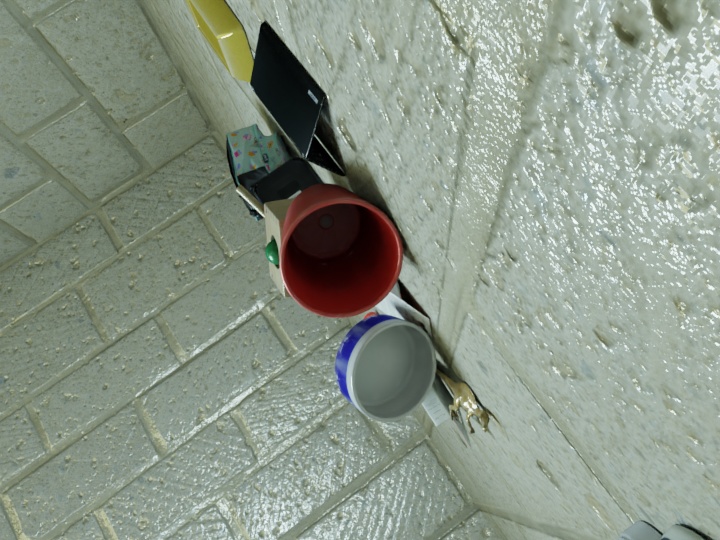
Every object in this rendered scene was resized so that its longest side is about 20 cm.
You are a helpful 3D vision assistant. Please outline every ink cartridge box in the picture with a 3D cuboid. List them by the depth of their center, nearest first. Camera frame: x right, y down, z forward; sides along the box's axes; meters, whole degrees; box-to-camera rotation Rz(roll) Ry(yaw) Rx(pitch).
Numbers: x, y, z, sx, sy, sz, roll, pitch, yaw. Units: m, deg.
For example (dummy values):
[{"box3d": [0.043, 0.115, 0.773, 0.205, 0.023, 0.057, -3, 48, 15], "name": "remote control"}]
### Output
[{"box3d": [0.079, 0.060, 1.247, 0.199, 0.050, 0.161, 33, 163, 24], "name": "ink cartridge box"}, {"box3d": [0.176, 0.291, 1.366, 0.175, 0.043, 0.200, 58, -172, -11], "name": "ink cartridge box"}]

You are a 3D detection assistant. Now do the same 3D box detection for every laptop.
[{"box3d": [-0.088, -0.266, 0.971, 0.178, 0.103, 0.199, 54, -162, 20], "name": "laptop"}]

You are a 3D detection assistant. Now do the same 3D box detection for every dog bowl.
[{"box3d": [0.051, 0.192, 1.210, 0.079, 0.200, 0.201, 17, 143, 59], "name": "dog bowl"}]

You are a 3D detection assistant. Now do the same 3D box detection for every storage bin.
[{"box3d": [-0.129, -0.130, 1.337, 0.201, 0.134, 0.094, 54, 173, 18], "name": "storage bin"}]

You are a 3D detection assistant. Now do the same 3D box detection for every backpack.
[{"box3d": [-0.242, -0.252, 1.466, 0.201, 0.152, 0.176, 62, 178, 29], "name": "backpack"}]

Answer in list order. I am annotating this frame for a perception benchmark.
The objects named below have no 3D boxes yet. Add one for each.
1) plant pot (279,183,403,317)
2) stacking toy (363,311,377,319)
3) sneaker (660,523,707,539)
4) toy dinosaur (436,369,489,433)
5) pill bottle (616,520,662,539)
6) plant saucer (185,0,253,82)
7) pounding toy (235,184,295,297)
[{"box3d": [-0.045, -0.051, 1.002, 0.202, 0.199, 0.178, 59, -178, -28], "name": "plant pot"}, {"box3d": [0.073, 0.215, 1.831, 0.202, 0.085, 0.085, 62, 174, 11], "name": "stacking toy"}, {"box3d": [0.302, 0.285, 0.516, 0.078, 0.079, 0.200, 54, 172, 10], "name": "sneaker"}, {"box3d": [0.209, 0.261, 1.231, 0.200, 0.058, 0.102, 44, 151, 46], "name": "toy dinosaur"}, {"box3d": [0.272, 0.383, 0.676, 0.114, 0.199, 0.113, 54, 173, 10], "name": "pill bottle"}, {"box3d": [-0.282, -0.476, 1.180, 0.201, 0.048, 0.200, 56, 173, 9], "name": "plant saucer"}, {"box3d": [-0.120, -0.069, 1.165, 0.142, 0.197, 0.187, -136, 39, -56], "name": "pounding toy"}]
